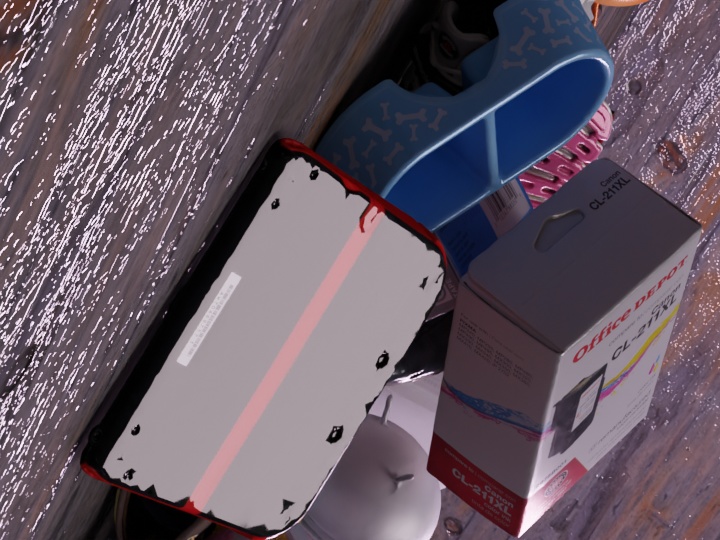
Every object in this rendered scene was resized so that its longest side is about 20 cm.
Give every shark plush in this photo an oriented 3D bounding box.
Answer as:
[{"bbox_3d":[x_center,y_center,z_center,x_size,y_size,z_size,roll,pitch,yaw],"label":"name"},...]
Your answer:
[{"bbox_3d":[0.093,0.020,1.415,0.199,0.091,0.083,-27,162,-3],"label":"shark plush"}]

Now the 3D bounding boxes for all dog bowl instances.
[{"bbox_3d":[0.064,-0.086,1.273,0.200,0.050,0.112,-34,153,-12],"label":"dog bowl"}]

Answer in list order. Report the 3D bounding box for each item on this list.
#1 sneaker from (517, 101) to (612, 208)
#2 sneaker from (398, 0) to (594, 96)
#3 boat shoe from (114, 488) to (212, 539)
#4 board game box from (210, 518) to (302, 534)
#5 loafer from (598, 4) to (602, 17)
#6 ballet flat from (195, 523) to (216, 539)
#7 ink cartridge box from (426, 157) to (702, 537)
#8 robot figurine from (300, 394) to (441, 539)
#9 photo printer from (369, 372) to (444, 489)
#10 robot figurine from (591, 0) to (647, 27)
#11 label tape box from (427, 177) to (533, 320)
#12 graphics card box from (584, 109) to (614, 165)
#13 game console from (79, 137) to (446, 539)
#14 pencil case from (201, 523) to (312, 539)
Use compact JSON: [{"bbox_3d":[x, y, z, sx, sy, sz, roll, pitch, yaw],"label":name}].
[{"bbox_3d":[0.096,-0.071,1.492,0.200,0.073,0.088,-53,-143,35],"label":"sneaker"},{"bbox_3d":[0.061,-0.133,1.335,0.088,0.074,0.200,-1,137,-55],"label":"sneaker"},{"bbox_3d":[-0.096,0.106,1.251,0.060,0.072,0.200,-53,177,-37],"label":"boat shoe"},{"bbox_3d":[-0.100,0.177,1.446,0.200,0.040,0.153,-59,-160,17],"label":"board game box"},{"bbox_3d":[0.112,-0.182,1.514,0.071,0.073,0.200,-53,166,11],"label":"loafer"},{"bbox_3d":[-0.073,0.079,1.354,0.200,0.057,0.066,-59,173,21],"label":"ballet flat"},{"bbox_3d":[0.125,0.050,1.365,0.146,0.083,0.200,-39,154,-30],"label":"ink cartridge box"},{"bbox_3d":[-0.019,0.175,1.479,0.113,0.170,0.200,3,135,-37],"label":"robot figurine"},{"bbox_3d":[0.018,0.097,1.603,0.200,0.166,0.070,-37,-152,61],"label":"photo printer"},{"bbox_3d":[0.175,-0.255,1.380,0.200,0.116,0.144,-59,177,9],"label":"robot figurine"},{"bbox_3d":[0.000,0.000,1.418,0.199,0.066,0.143,-22,-166,29],"label":"label tape box"},{"bbox_3d":[0.100,-0.074,1.677,0.051,0.125,0.200,-62,180,-39],"label":"graphics card box"},{"bbox_3d":[-0.046,0.043,1.158,0.177,0.031,0.200,31,91,-50],"label":"game console"},{"bbox_3d":[-0.110,0.219,1.320,0.200,0.083,0.091,-31,-173,-2],"label":"pencil case"}]
